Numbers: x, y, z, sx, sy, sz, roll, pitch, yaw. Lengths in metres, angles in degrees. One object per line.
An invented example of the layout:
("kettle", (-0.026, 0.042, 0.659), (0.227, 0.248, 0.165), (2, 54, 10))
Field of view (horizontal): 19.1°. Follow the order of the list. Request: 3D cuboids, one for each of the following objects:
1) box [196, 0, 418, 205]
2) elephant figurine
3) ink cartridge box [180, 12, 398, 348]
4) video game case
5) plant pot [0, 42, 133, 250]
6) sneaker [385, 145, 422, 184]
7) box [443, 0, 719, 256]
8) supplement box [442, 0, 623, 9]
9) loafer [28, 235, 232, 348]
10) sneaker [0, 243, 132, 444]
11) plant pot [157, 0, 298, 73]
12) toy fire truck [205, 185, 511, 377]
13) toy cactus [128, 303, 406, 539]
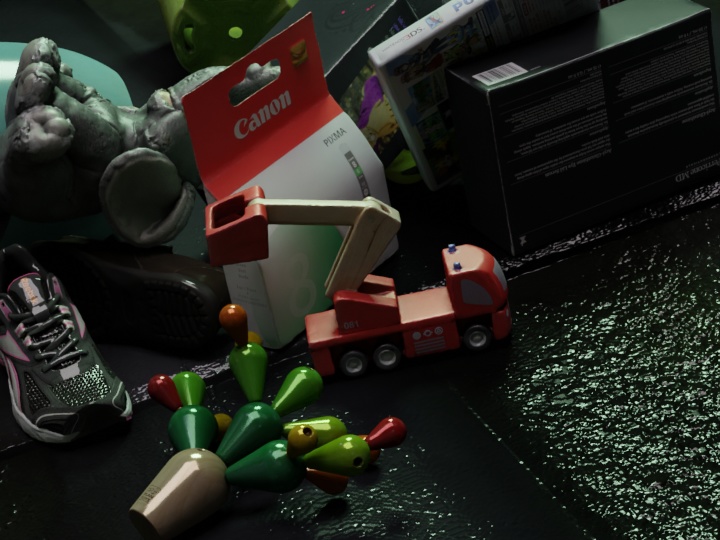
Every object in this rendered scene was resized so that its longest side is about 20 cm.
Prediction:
("box", (-0.039, -0.126, 1.726), (0.122, 0.106, 0.200), (12, 54, 49))
("elephant figurine", (-0.170, -0.088, 1.614), (0.199, 0.155, 0.142), (13, 66, -17))
("ink cartridge box", (-0.047, -0.068, 1.584), (0.050, 0.201, 0.161), (11, 35, 35))
("video game case", (0.108, -0.161, 1.679), (0.182, 0.200, 0.022), (-31, 61, -2))
("plant pot", (-0.272, -0.095, 1.748), (0.160, 0.201, 0.201), (-9, 24, -22))
("sneaker", (0.065, -0.145, 1.828), (0.083, 0.074, 0.200), (17, 39, 37))
("box", (0.177, -0.117, 1.655), (0.199, 0.142, 0.079), (-21, 27, -18))
("supplement box", (0.177, -0.278, 2.055), (0.199, 0.061, 0.109), (-10, 28, 5))
("loafer", (-0.172, 0.014, 1.636), (0.199, 0.073, 0.071), (15, 27, 34))
("sneaker", (-0.233, 0.049, 1.551), (0.080, 0.087, 0.200), (-25, 37, -21))
("plant pot", (-0.124, -0.275, 2.067), (0.199, 0.201, 0.190), (-11, 40, 2))
("toy fire truck", (0.000, 0.000, 1.500), (0.199, 0.141, 0.049), (-12, 27, 0))
("toy cactus", (-0.082, 0.111, 1.392), (0.200, 0.103, 0.165), (25, 53, 38))
